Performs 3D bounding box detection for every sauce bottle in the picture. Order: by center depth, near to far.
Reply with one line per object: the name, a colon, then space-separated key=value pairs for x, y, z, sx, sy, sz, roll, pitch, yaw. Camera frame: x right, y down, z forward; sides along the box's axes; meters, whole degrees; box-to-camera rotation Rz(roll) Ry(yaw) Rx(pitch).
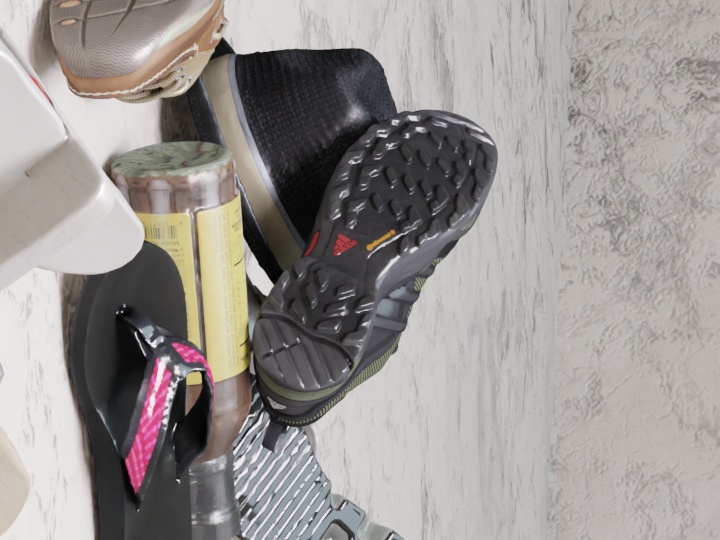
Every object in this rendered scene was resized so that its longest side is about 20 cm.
sauce bottle: x=-0.086 y=0.038 z=1.325 sx=0.065 sy=0.065 sz=0.200 roll=-64 pitch=154 yaw=-69

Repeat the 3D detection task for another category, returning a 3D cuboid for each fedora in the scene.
fedora: x=-0.021 y=-0.067 z=1.464 sx=0.201 sy=0.092 sz=0.201 roll=-23 pitch=90 yaw=-82

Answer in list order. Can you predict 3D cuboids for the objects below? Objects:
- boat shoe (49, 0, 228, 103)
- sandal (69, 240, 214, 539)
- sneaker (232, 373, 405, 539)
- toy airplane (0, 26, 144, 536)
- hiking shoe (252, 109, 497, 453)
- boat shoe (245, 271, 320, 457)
boat shoe: x=-0.094 y=-0.113 z=1.250 sx=0.200 sy=0.076 sz=0.072 roll=-66 pitch=156 yaw=-64
sandal: x=-0.093 y=0.075 z=1.265 sx=0.075 sy=0.045 sz=0.200 roll=-32 pitch=128 yaw=-45
sneaker: x=-0.053 y=0.126 z=1.455 sx=0.074 sy=0.089 sz=0.200 roll=-48 pitch=116 yaw=-21
toy airplane: x=-0.155 y=0.010 z=0.680 sx=0.199 sy=0.141 sz=0.200 roll=-19 pitch=127 yaw=-47
hiking shoe: x=0.000 y=0.000 z=1.387 sx=0.200 sy=0.076 sz=0.101 roll=-51 pitch=171 yaw=-31
boat shoe: x=-0.060 y=0.045 z=1.467 sx=0.200 sy=0.066 sz=0.072 roll=81 pitch=13 yaw=-45
